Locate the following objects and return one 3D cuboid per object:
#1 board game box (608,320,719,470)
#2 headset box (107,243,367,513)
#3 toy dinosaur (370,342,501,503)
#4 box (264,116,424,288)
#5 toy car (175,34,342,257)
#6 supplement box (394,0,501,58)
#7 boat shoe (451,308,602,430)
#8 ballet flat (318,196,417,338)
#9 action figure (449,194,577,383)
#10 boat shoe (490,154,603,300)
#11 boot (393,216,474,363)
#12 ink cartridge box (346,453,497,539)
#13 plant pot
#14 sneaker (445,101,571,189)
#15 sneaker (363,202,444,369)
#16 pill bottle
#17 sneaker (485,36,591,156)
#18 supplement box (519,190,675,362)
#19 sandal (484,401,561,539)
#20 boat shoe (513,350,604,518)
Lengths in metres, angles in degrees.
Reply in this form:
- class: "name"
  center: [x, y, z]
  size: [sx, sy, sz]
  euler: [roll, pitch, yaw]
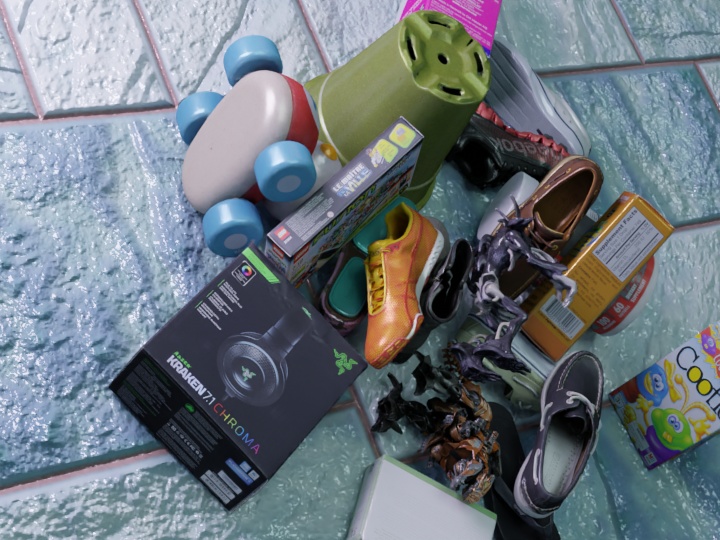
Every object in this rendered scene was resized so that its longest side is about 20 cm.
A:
- class: "board game box"
  center: [0.397, 0.132, 1.728]
  size: [0.102, 0.200, 0.106]
  euler: [-17, 72, -39]
- class: "headset box"
  center: [-0.113, 0.099, 1.481]
  size: [0.174, 0.093, 0.200]
  euler: [46, 47, -2]
- class: "toy dinosaur"
  center: [0.092, 0.156, 1.593]
  size: [0.135, 0.103, 0.200]
  euler: [29, 13, -21]
- class: "box"
  center: [-0.020, -0.063, 1.564]
  size: [0.035, 0.110, 0.200]
  euler: [42, 68, 13]
- class: "toy car"
  center: [-0.070, -0.114, 1.602]
  size: [0.199, 0.177, 0.186]
  euler: [16, 42, -40]
- class: "supplement box"
  center: [0.112, -0.329, 1.885]
  size: [0.103, 0.101, 0.202]
  euler: [28, 50, -15]
- class: "boat shoe"
  center: [0.185, 0.123, 1.693]
  size: [0.200, 0.072, 0.062]
  euler: [44, 82, -4]
- class: "ballet flat"
  center: [0.000, 0.000, 1.631]
  size: [0.069, 0.071, 0.201]
  euler: [33, 50, -4]
- class: "action figure"
  center: [0.161, 0.024, 1.606]
  size: [0.101, 0.119, 0.202]
  euler: [29, 58, -20]
- class: "boat shoe"
  center: [0.196, -0.044, 1.676]
  size: [0.072, 0.201, 0.068]
  euler: [38, 4, -3]
- class: "boot"
  center: [0.087, 0.001, 1.647]
  size: [0.067, 0.131, 0.202]
  euler: [30, 50, -15]
- class: "ink cartridge box"
  center: [0.052, 0.301, 1.498]
  size: [0.145, 0.048, 0.202]
  euler: [30, 51, -15]
- class: "plant pot"
  center: [0.050, -0.189, 1.699]
  size: [0.198, 0.190, 0.202]
  euler: [17, 54, -25]
- class: "sneaker"
  center: [0.179, -0.131, 1.830]
  size: [0.199, 0.071, 0.099]
  euler: [26, 51, -16]
- class: "sneaker"
  center: [0.028, 0.017, 1.556]
  size: [0.077, 0.073, 0.201]
  euler: [35, 43, -21]
- class: "pill bottle"
  center: [0.242, -0.021, 1.775]
  size: [0.199, 0.116, 0.117]
  euler: [33, 49, -12]
- class: "sneaker"
  center: [0.218, -0.209, 1.914]
  size: [0.201, 0.073, 0.071]
  euler: [56, 33, 0]
- class: "supplement box"
  center: [0.257, 0.005, 1.689]
  size: [0.069, 0.067, 0.200]
  euler: [44, 90, -9]
- class: "sandal"
  center: [0.166, 0.234, 1.618]
  size: [0.075, 0.043, 0.202]
  euler: [-9, 68, -37]
- class: "boat shoe"
  center: [0.221, 0.167, 1.610]
  size: [0.073, 0.060, 0.201]
  euler: [31, 61, -4]
